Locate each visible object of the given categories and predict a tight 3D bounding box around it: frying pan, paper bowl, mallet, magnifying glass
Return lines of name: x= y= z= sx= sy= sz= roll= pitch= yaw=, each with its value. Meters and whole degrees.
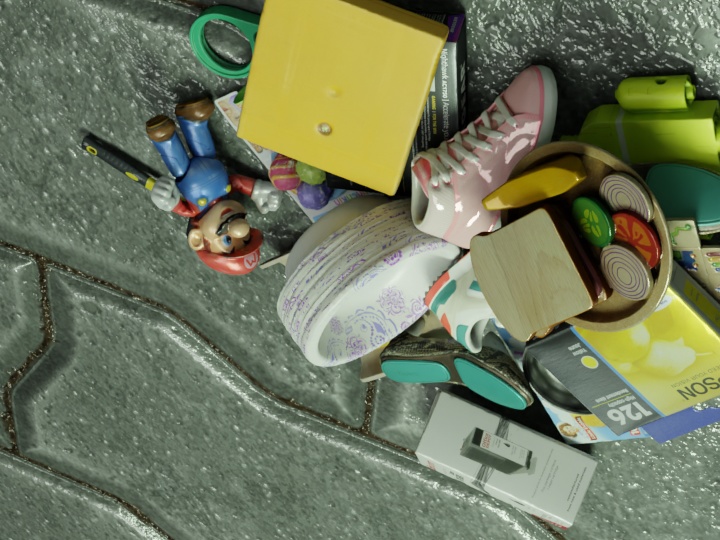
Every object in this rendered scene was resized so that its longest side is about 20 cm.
frying pan: x=0.241 y=0.080 z=1.456 sx=0.114 sy=0.031 sz=0.191 roll=33 pitch=132 yaw=-1
paper bowl: x=0.000 y=0.000 z=1.493 sx=0.105 sy=0.199 sz=0.201 roll=54 pitch=143 yaw=21
mallet: x=-0.248 y=-0.094 z=1.683 sx=0.198 sy=0.041 sz=0.066 roll=28 pitch=135 yaw=11
magnifying glass: x=-0.093 y=-0.243 z=1.458 sx=0.198 sy=0.022 sz=0.080 roll=-1 pitch=129 yaw=34

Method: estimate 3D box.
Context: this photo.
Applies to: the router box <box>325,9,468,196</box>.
router box: x=0.032 y=-0.165 z=1.416 sx=0.147 sy=0.051 sz=0.202 roll=8 pitch=135 yaw=13

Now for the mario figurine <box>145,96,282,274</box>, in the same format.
mario figurine: x=-0.159 y=-0.087 z=1.569 sx=0.122 sy=0.106 sz=0.202 roll=-20 pitch=110 yaw=9

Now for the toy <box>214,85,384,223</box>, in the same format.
toy: x=-0.070 y=-0.117 z=1.542 sx=0.114 sy=0.047 sz=0.201 roll=-17 pitch=119 yaw=42

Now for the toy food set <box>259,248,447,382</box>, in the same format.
toy food set: x=-0.008 y=0.042 z=1.647 sx=0.143 sy=0.061 sz=0.201 roll=-22 pitch=116 yaw=42

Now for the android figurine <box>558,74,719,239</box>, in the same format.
android figurine: x=0.286 y=-0.103 z=1.346 sx=0.197 sy=0.041 sz=0.184 roll=1 pitch=130 yaw=30

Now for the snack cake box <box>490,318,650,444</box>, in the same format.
snack cake box: x=0.239 y=0.094 z=1.544 sx=0.114 sy=0.067 sz=0.201 roll=-13 pitch=122 yaw=38

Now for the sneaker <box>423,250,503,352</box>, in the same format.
sneaker: x=0.153 y=0.004 z=1.463 sx=0.200 sy=0.070 sz=0.094 roll=-48 pitch=68 yaw=32

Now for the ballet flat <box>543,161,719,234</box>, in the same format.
ballet flat: x=0.265 y=-0.066 z=1.330 sx=0.197 sy=0.071 sz=0.065 roll=12 pitch=162 yaw=22

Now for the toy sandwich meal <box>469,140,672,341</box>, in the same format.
toy sandwich meal: x=0.188 y=-0.021 z=1.287 sx=0.203 sy=0.070 sz=0.208 roll=22 pitch=126 yaw=34

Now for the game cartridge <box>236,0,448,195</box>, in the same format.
game cartridge: x=-0.021 y=-0.181 z=1.362 sx=0.174 sy=0.033 sz=0.201 roll=21 pitch=133 yaw=2

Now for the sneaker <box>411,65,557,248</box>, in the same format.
sneaker: x=0.112 y=-0.111 z=1.362 sx=0.103 sy=0.076 sz=0.202 roll=11 pitch=122 yaw=-22

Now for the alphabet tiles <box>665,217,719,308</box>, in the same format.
alphabet tiles: x=0.270 y=0.013 z=1.348 sx=0.197 sy=0.006 sz=0.168 roll=1 pitch=134 yaw=30

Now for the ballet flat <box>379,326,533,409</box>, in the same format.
ballet flat: x=0.112 y=0.096 z=1.552 sx=0.198 sy=0.076 sz=0.068 roll=9 pitch=143 yaw=36

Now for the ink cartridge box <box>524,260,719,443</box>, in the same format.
ink cartridge box: x=0.295 y=0.096 z=1.385 sx=0.200 sy=0.047 sz=0.197 roll=43 pitch=138 yaw=-14

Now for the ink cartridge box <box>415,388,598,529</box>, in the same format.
ink cartridge box: x=0.168 y=0.223 z=1.654 sx=0.198 sy=0.084 sz=0.147 roll=23 pitch=171 yaw=10
